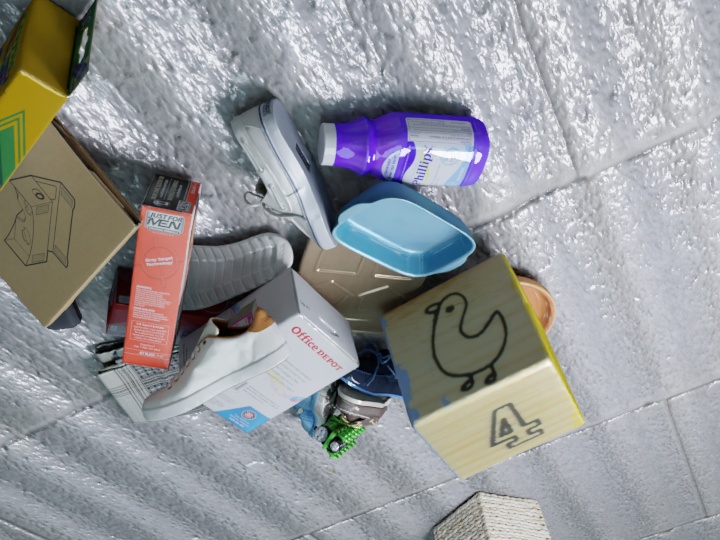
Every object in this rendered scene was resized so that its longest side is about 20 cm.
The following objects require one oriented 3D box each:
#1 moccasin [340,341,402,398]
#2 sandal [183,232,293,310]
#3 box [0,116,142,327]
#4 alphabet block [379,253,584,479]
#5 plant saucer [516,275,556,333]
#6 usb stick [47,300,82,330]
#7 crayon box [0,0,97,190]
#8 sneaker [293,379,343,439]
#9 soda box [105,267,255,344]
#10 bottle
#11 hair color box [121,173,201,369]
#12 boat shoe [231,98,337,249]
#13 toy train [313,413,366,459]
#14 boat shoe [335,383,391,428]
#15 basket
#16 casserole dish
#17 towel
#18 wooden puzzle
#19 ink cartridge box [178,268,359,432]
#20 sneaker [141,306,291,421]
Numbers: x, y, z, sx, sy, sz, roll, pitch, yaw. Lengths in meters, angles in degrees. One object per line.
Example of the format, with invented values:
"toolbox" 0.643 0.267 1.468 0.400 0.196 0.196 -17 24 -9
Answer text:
"moccasin" 0.031 0.151 1.265 0.198 0.080 0.069 17 106 -53
"sandal" -0.184 0.003 1.057 0.198 0.085 0.050 -9 -178 -2
"box" -0.353 -0.055 0.905 0.199 0.021 0.164 -40 92 28
"alphabet block" 0.168 0.136 1.118 0.197 0.198 0.197 -28 139 11
"plant saucer" 0.200 0.073 1.237 0.195 0.038 0.203 -6 139 -5
"usb stick" -0.404 0.005 1.024 0.054 0.033 0.202 -2 138 0
"crayon box" -0.328 -0.172 0.776 0.051 0.128 0.199 28 125 -36
"sneaker" -0.080 0.202 1.302 0.089 0.079 0.201 30 150 11
"soda box" -0.240 0.057 1.098 0.196 0.064 0.071 11 134 -23
"bottle" 0.049 -0.142 0.941 0.195 0.066 0.084 1 141 -14
"hair color box" -0.235 0.002 0.958 0.060 0.102 0.204 9 115 -9
"boat shoe" -0.095 -0.099 0.948 0.084 0.076 0.204 -15 132 16
"toy train" -0.033 0.254 1.263 0.042 0.056 0.200 -53 169 1
"boat shoe" 0.000 0.216 1.262 0.061 0.071 0.200 -63 166 0
"basket" 0.289 0.602 1.750 0.195 0.163 0.201 16 133 -28
"casserole dish" 0.054 -0.051 0.990 0.198 0.040 0.120 24 140 -39
"towel" -0.287 0.165 1.228 0.188 0.035 0.202 -11 138 -1
"wooden puzzle" 0.000 0.000 1.108 0.181 0.047 0.202 5 131 -19
"ink cartridge box" -0.121 0.110 1.072 0.198 0.086 0.145 -31 133 17
"sneaker" -0.186 0.107 0.974 0.197 0.073 0.086 -28 100 4
